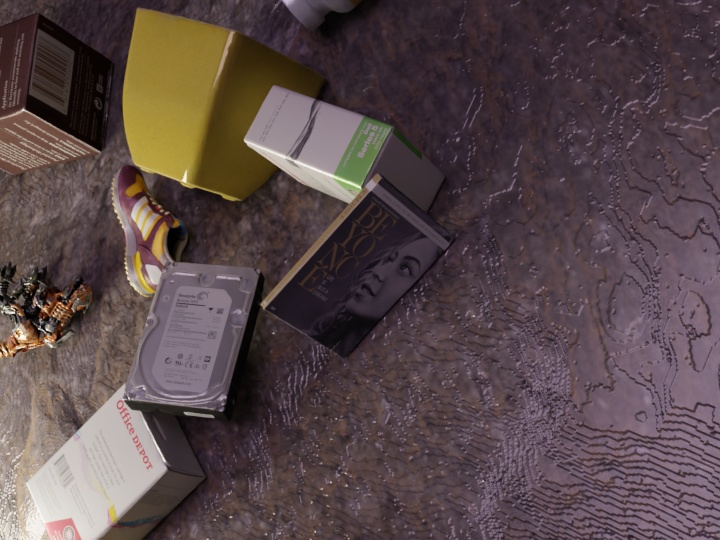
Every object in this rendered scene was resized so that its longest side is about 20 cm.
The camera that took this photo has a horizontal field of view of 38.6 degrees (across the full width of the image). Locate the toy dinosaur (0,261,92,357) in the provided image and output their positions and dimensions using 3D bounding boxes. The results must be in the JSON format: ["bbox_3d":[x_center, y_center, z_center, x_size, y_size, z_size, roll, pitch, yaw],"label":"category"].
[{"bbox_3d":[-0.484,0.064,1.506,0.199,0.102,0.136,-31,75,-6],"label":"toy dinosaur"}]

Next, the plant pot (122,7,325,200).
[{"bbox_3d":[-0.201,-0.209,1.369,0.194,0.194,0.202,22,94,35],"label":"plant pot"}]

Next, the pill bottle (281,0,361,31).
[{"bbox_3d":[-0.019,-0.418,1.372,0.200,0.112,0.112,-42,57,13],"label":"pill bottle"}]

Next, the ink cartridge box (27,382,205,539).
[{"bbox_3d":[-0.316,0.270,1.327,0.200,0.085,0.148,-43,57,10],"label":"ink cartridge box"}]

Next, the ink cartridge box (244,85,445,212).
[{"bbox_3d":[-0.020,-0.137,1.251,0.199,0.145,0.085,26,86,35],"label":"ink cartridge box"}]

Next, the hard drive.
[{"bbox_3d":[-0.208,0.086,1.308,0.138,0.038,0.202,5,60,14],"label":"hard drive"}]

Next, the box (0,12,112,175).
[{"bbox_3d":[-0.517,-0.267,1.593,0.198,0.164,0.168,-9,69,29],"label":"box"}]

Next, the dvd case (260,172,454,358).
[{"bbox_3d":[0.000,0.000,1.190,0.200,0.148,0.016,-48,42,8],"label":"dvd case"}]

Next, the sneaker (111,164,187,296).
[{"bbox_3d":[-0.286,-0.066,1.443,0.089,0.075,0.202,-21,69,15],"label":"sneaker"}]
